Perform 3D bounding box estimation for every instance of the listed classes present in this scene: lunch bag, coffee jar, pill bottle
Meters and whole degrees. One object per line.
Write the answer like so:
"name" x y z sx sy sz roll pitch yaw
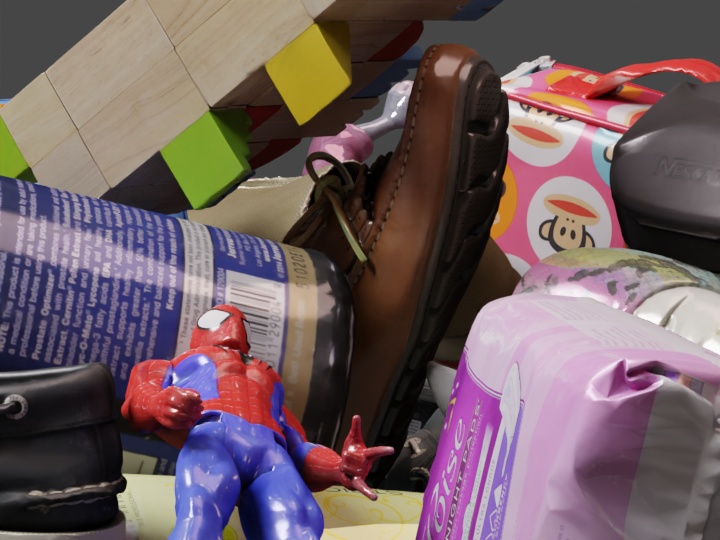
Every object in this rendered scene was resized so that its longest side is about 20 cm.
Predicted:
"lunch bag" 0.124 -0.009 1.033 0.199 0.177 0.082 22 23 28
"coffee jar" 0.169 0.022 0.893 0.104 0.085 0.200 14 -41 47
"pill bottle" -0.111 0.027 0.788 0.199 0.112 0.112 14 2 -16

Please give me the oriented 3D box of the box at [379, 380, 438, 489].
"box" 0.088 0.093 1.130 0.199 0.051 0.158 14 3 8

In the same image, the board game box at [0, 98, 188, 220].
"board game box" -0.167 -0.015 0.917 0.199 0.037 0.152 -4 35 -8

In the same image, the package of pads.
"package of pads" 0.064 0.074 0.620 0.075 0.121 0.200 14 3 -6

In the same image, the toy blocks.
"toy blocks" -0.032 -0.082 0.862 0.100 0.200 0.137 59 27 11

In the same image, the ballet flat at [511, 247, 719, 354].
"ballet flat" 0.144 0.053 0.808 0.200 0.069 0.071 33 -2 -5

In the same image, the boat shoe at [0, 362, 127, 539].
"boat shoe" -0.162 0.038 0.675 0.198 0.066 0.074 10 8 9

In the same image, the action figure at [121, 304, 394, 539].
"action figure" -0.032 0.056 0.657 0.065 0.052 0.200 18 16 -16

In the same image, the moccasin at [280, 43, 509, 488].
"moccasin" 0.001 -0.001 0.875 0.078 0.202 0.074 27 44 8

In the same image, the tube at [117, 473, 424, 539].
"tube" -0.003 0.091 0.738 0.199 0.052 0.058 8 -24 -19

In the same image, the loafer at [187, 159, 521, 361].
"loafer" -0.021 -0.015 1.038 0.199 0.076 0.068 8 -44 25

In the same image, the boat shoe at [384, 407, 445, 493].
"boat shoe" 0.042 0.096 0.936 0.073 0.062 0.200 55 8 -9

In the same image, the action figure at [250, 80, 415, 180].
"action figure" -0.038 -0.017 1.151 0.148 0.135 0.200 -4 -9 -34

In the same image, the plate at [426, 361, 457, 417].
"plate" 0.138 0.106 0.842 0.199 0.032 0.200 33 -8 -40
